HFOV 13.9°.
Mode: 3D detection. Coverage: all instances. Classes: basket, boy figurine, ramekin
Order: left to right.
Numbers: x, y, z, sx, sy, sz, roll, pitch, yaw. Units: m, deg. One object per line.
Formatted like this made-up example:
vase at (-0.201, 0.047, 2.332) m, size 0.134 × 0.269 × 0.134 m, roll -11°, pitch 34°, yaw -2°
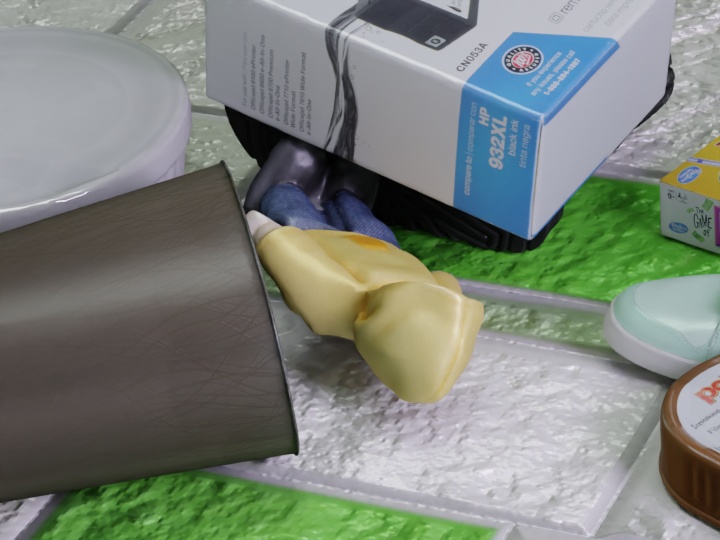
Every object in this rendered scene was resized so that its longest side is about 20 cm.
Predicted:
ramekin at (-0.184, -0.041, 1.547) m, size 0.202 × 0.095 × 0.203 m, roll -3°, pitch 31°, yaw 2°
basket at (-0.142, 0.040, 1.379) m, size 0.199 × 0.136 × 0.180 m, roll -14°, pitch 21°, yaw -6°
boy figurine at (0.000, 0.000, 1.454) m, size 0.124 × 0.065 × 0.200 m, roll 19°, pitch 15°, yaw -25°

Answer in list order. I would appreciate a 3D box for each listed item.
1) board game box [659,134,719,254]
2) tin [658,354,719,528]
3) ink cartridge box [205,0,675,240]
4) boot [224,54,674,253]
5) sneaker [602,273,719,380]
board game box at (0.268, -0.059, 1.556) m, size 0.134 × 0.034 × 0.200 m, roll 20°, pitch 40°, yaw 35°
tin at (0.221, 0.090, 1.325) m, size 0.112 × 0.042 × 0.200 m, roll -24°, pitch 36°, yaw -34°
ink cartridge box at (0.040, -0.120, 1.511) m, size 0.200 × 0.084 × 0.145 m, roll 25°, pitch 48°, yaw 23°
boot at (0.049, -0.093, 1.603) m, size 0.211 × 0.080 × 0.158 m, roll 21°, pitch 46°, yaw 20°
sneaker at (0.212, -0.009, 1.407) m, size 0.200 × 0.119 × 0.074 m, roll 0°, pitch 33°, yaw 12°
